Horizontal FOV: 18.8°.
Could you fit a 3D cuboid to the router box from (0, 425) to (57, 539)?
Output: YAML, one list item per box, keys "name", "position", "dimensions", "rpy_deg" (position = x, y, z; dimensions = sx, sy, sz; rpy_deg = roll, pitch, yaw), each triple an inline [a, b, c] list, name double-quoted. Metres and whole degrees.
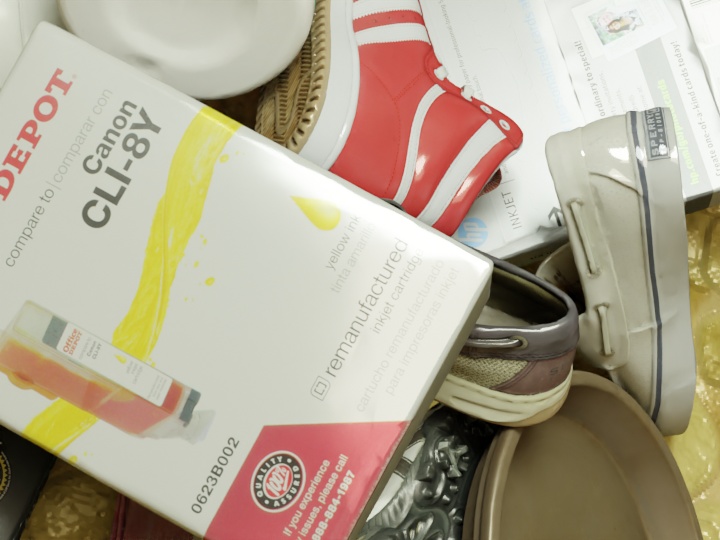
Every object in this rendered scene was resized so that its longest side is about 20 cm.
- name: "router box"
  position: [-0.234, 0.081, 0.883]
  dimensions: [0.199, 0.062, 0.150]
  rpy_deg: [26, 67, -8]

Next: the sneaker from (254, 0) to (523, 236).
- name: "sneaker"
  position: [0.018, -0.099, 1.000]
  dimensions: [0.112, 0.071, 0.201]
  rpy_deg: [29, 48, -23]

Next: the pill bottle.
- name: "pill bottle"
  position: [-0.066, -0.181, 0.980]
  dimensions: [0.113, 0.113, 0.200]
  rpy_deg: [19, 45, -11]

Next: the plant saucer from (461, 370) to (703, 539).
- name: "plant saucer"
  position: [0.101, 0.145, 0.961]
  dimensions: [0.200, 0.029, 0.201]
  rpy_deg: [26, 57, -50]

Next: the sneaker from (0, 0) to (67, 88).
- name: "sneaker"
  position: [-0.149, -0.098, 1.003]
  dimensions: [0.087, 0.075, 0.201]
  rpy_deg: [-24, 76, -9]

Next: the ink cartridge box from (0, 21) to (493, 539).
- name: "ink cartridge box"
  position: [-0.068, 0.017, 0.840]
  dimensions: [0.200, 0.083, 0.146]
  rpy_deg: [28, 85, 6]

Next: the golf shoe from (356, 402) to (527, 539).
- name: "golf shoe"
  position: [0.009, 0.114, 0.947]
  dimensions: [0.200, 0.094, 0.078]
  rpy_deg: [-43, 113, -50]

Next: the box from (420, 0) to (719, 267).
- name: "box"
  position: [0.095, -0.089, 1.045]
  dimensions: [0.199, 0.041, 0.156]
  rpy_deg: [-18, 77, 1]

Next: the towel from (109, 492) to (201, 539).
- name: "towel"
  position: [-0.016, 0.141, 0.980]
  dimensions: [0.199, 0.023, 0.145]
  rpy_deg: [12, 69, -14]

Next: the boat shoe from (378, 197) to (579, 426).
- name: "boat shoe"
  position: [0.000, 0.000, 0.916]
  dimensions: [0.199, 0.065, 0.072]
  rpy_deg: [23, 43, 8]

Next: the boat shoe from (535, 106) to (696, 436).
- name: "boat shoe"
  position: [0.115, 0.007, 0.994]
  dimensions: [0.070, 0.200, 0.071]
  rpy_deg: [-7, 51, 6]
